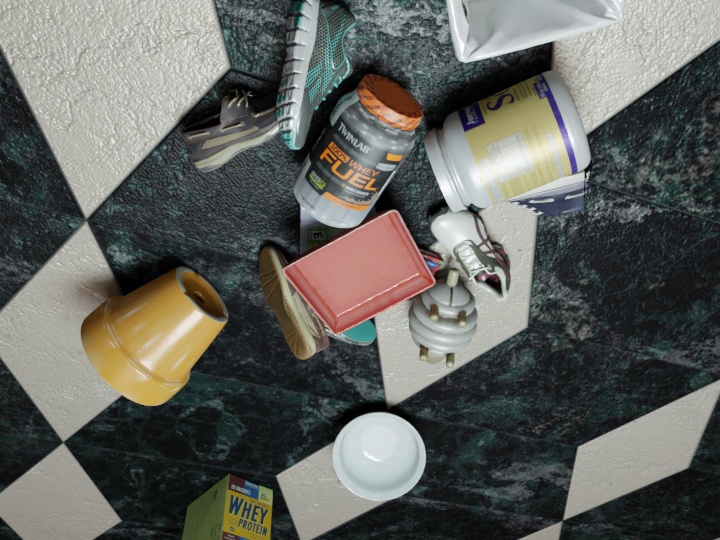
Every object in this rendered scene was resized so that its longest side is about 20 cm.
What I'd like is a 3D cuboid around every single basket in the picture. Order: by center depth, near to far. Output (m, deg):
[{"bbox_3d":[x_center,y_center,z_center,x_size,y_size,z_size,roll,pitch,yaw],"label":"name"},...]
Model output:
[{"bbox_3d":[0.194,-0.354,0.756,0.199,0.124,0.136,-12,132,8],"label":"basket"}]

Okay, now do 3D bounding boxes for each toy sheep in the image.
[{"bbox_3d":[0.148,0.084,1.138,0.137,0.138,0.200,9,123,-11],"label":"toy sheep"}]

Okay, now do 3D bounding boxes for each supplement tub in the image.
[{"bbox_3d":[0.203,-0.175,0.900,0.199,0.146,0.146,-21,129,15],"label":"supplement tub"},{"bbox_3d":[-0.004,-0.168,0.911,0.122,0.123,0.200,21,127,-20],"label":"supplement tub"}]

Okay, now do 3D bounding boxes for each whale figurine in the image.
[{"bbox_3d":[0.025,0.494,1.534,0.159,0.104,0.200,7,155,-10],"label":"whale figurine"}]

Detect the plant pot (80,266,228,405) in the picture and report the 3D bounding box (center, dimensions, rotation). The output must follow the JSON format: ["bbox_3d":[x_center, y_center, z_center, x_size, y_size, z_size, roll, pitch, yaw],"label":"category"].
[{"bbox_3d":[-0.337,0.096,1.099,0.183,0.200,0.200,-40,124,9],"label":"plant pot"}]

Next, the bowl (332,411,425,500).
[{"bbox_3d":[0.041,0.392,1.408,0.200,0.090,0.202,0,99,3],"label":"bowl"}]

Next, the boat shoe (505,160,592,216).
[{"bbox_3d":[0.260,-0.118,1.003,0.199,0.075,0.093,-8,139,13],"label":"boat shoe"}]

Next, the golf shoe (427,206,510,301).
[{"bbox_3d":[0.191,-0.030,1.068,0.077,0.088,0.200,-36,123,28],"label":"golf shoe"}]

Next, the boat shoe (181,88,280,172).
[{"bbox_3d":[-0.167,-0.213,0.896,0.200,0.075,0.073,-29,122,14],"label":"boat shoe"}]

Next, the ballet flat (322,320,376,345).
[{"bbox_3d":[-0.065,0.086,1.182,0.200,0.072,0.072,27,125,-24],"label":"ballet flat"}]

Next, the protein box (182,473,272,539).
[{"bbox_3d":[-0.330,0.647,1.566,0.135,0.199,0.200,31,123,-27],"label":"protein box"}]

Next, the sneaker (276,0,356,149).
[{"bbox_3d":[-0.054,-0.254,0.831,0.091,0.078,0.201,6,105,-23],"label":"sneaker"}]

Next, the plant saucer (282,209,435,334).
[{"bbox_3d":[0.000,0.000,1.037,0.199,0.037,0.200,-28,137,6],"label":"plant saucer"}]

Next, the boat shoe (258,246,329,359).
[{"bbox_3d":[-0.109,0.048,1.088,0.072,0.200,0.072,-20,170,-37],"label":"boat shoe"}]

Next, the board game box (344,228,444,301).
[{"bbox_3d":[0.037,-0.010,1.081,0.200,0.019,0.103,18,125,-34],"label":"board game box"}]

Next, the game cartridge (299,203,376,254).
[{"bbox_3d":[-0.036,-0.045,1.078,0.133,0.041,0.200,-2,132,-6],"label":"game cartridge"}]
